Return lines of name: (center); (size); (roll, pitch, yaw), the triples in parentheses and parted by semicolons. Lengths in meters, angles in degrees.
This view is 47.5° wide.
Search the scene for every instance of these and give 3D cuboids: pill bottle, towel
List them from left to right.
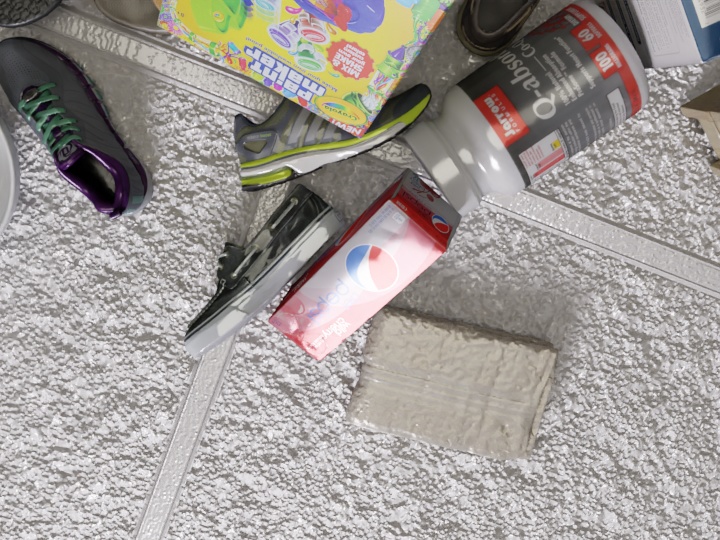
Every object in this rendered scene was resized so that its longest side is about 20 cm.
towel: (0.095, 0.116, 0.841); (0.200, 0.034, 0.133); (14, 100, -2)
pill bottle: (0.147, -0.142, 0.746); (0.200, 0.116, 0.116); (-35, 100, 6)

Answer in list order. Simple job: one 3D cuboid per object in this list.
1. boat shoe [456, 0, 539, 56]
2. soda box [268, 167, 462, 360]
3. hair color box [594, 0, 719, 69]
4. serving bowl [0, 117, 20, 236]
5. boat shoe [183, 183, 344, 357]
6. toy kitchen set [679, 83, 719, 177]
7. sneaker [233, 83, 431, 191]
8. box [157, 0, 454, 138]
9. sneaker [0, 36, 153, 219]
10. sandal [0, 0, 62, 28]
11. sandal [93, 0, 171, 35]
boat shoe: (0.158, -0.286, 0.738); (0.074, 0.073, 0.200); (26, 100, -6)
soda box: (0.000, 0.000, 0.757); (0.070, 0.063, 0.200); (40, 127, -8)
hair color box: (0.258, -0.226, 0.687); (0.060, 0.200, 0.100); (-23, 101, 4)
serving bowl: (-0.415, -0.096, 0.775); (0.200, 0.066, 0.200); (0, 102, 0)
boat shoe: (-0.107, -0.002, 0.804); (0.200, 0.072, 0.071); (-44, 90, -2)
toy kitchen set: (0.434, -0.121, 0.720); (0.200, 0.180, 0.163); (-31, 101, 10)
sneaker: (-0.030, -0.141, 0.769); (0.200, 0.074, 0.081); (-20, 97, 2)
box: (-0.032, -0.243, 0.650); (0.200, 0.193, 0.122); (28, 60, -8)
sneaker: (-0.270, -0.135, 0.758); (0.074, 0.088, 0.200); (-39, 99, 7)
sandal: (-0.281, -0.309, 0.749); (0.075, 0.048, 0.201); (24, 88, -4)
sandal: (-0.147, -0.246, 0.753); (0.200, 0.055, 0.082); (17, 101, -4)
